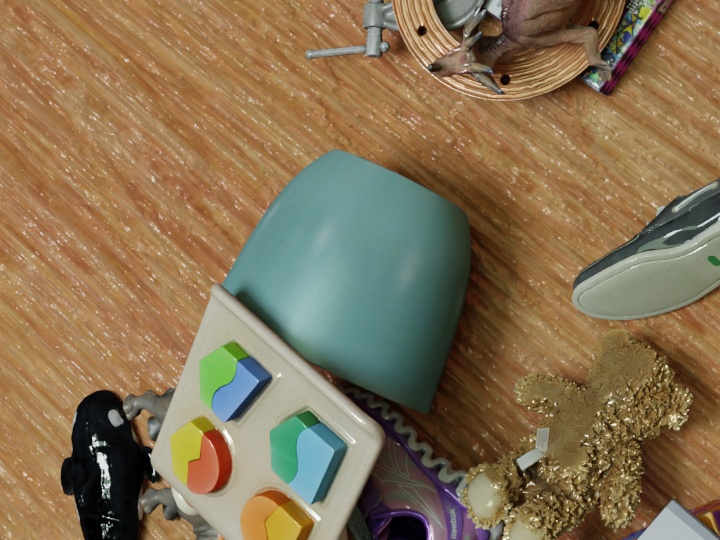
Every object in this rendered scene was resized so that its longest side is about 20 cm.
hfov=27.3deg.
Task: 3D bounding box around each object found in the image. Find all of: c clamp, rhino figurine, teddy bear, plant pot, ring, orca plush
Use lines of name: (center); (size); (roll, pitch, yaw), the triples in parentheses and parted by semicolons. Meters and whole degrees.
c clamp: (0.036, -0.278, 1.261); (0.169, 0.027, 0.203); (7, 89, 28)
rhino figurine: (-0.147, 0.199, 1.320); (0.086, 0.060, 0.203); (-17, 81, 24)
teddy bear: (0.169, 0.144, 1.166); (0.144, 0.067, 0.201); (18, 70, 40)
plant pot: (0.000, 0.000, 1.205); (0.199, 0.200, 0.163); (25, 88, 22)
ring: (0.121, -0.239, 1.210); (0.197, 0.019, 0.204); (0, 89, 16)
orca plush: (-0.249, 0.213, 1.354); (0.104, 0.071, 0.203); (10, 90, 23)

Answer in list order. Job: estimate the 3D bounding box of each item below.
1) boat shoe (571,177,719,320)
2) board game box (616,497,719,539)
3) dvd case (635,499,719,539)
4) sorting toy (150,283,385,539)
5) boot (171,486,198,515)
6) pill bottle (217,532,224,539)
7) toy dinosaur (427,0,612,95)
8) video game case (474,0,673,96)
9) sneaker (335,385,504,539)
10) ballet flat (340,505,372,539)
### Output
boat shoe: (0.256, -0.022, 1.173); (0.199, 0.072, 0.068); (-30, 39, 25)
board game box: (0.219, 0.296, 1.082); (0.198, 0.200, 0.202); (-25, 78, 19)
dvd case: (0.189, 0.268, 0.935); (0.200, 0.025, 0.150); (-46, 59, -6)
sorting toy: (-0.081, 0.139, 1.122); (0.185, 0.036, 0.202); (39, 126, 26)
boot: (-0.116, 0.115, 1.272); (0.107, 0.075, 0.202); (-37, 32, 33)
pill bottle: (-0.066, 0.293, 1.251); (0.108, 0.109, 0.203); (-3, 85, 22)
toy dinosaur: (0.131, -0.205, 1.122); (0.086, 0.134, 0.201); (61, 152, 34)
video game case: (0.188, -0.277, 1.224); (0.181, 0.036, 0.201); (38, 101, 21)
sneaker: (0.020, 0.177, 1.224); (0.199, 0.081, 0.088); (36, 58, 21)
ballet flat: (-0.017, 0.235, 1.174); (0.074, 0.074, 0.201); (-27, 110, 18)
